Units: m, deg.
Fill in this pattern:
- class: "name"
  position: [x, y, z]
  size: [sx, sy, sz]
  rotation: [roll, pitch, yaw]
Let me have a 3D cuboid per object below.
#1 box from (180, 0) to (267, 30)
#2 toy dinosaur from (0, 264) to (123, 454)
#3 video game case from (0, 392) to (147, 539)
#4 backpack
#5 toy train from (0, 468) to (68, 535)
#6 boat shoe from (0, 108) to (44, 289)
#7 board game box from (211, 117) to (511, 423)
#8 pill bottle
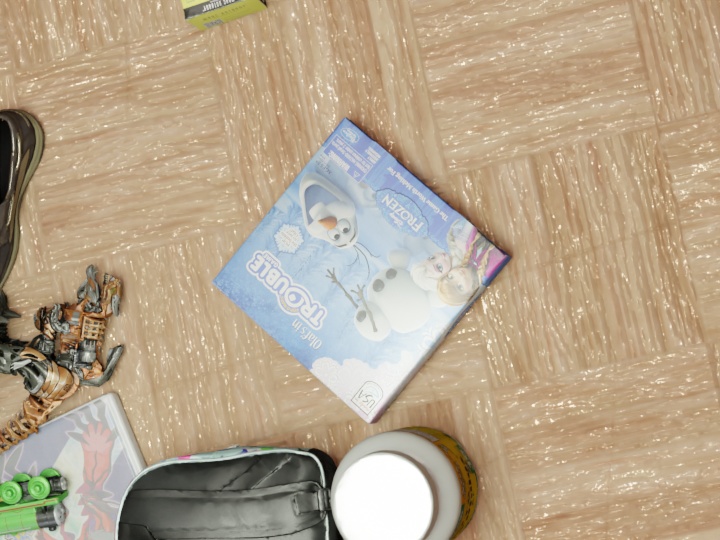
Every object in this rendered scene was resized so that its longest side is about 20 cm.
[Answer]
- class: "box"
  position: [-0.151, -0.336, 1.551]
  size: [0.075, 0.050, 0.202]
  rotation: [-18, 84, 9]
- class: "toy dinosaur"
  position: [-0.302, 0.083, 1.535]
  size: [0.135, 0.102, 0.201]
  rotation: [30, 68, -4]
- class: "video game case"
  position: [-0.275, 0.244, 1.551]
  size: [0.181, 0.023, 0.201]
  rotation: [-25, 82, 8]
- class: "backpack"
  position: [-0.114, 0.244, 1.454]
  size: [0.198, 0.151, 0.179]
  rotation: [-5, 83, 3]
- class: "toy train"
  position: [-0.366, 0.229, 1.540]
  size: [0.198, 0.042, 0.057]
  rotation: [-10, 95, 11]
- class: "boat shoe"
  position: [-0.364, -0.061, 1.562]
  size: [0.074, 0.073, 0.202]
  rotation: [13, 89, 12]
- class: "board game box"
  position: [0.000, 0.000, 1.502]
  size: [0.200, 0.043, 0.199]
  rotation: [40, 96, 11]
- class: "pill bottle"
  position: [0.037, 0.193, 1.402]
  size: [0.112, 0.200, 0.114]
  rotation: [-1, 86, 11]
